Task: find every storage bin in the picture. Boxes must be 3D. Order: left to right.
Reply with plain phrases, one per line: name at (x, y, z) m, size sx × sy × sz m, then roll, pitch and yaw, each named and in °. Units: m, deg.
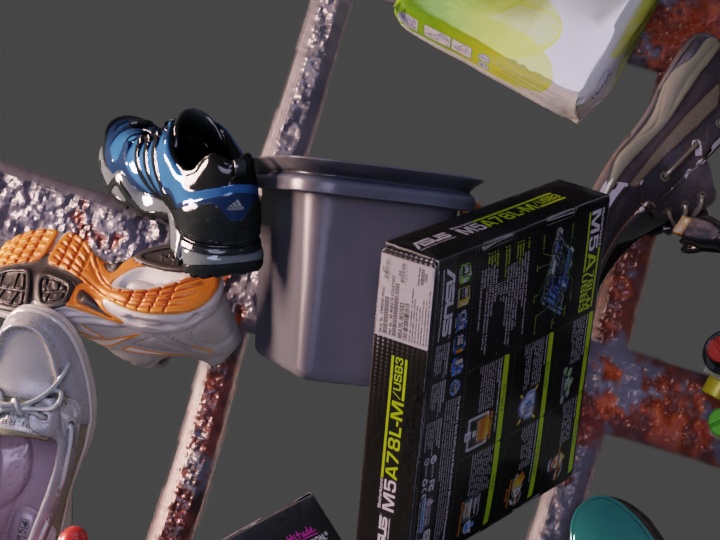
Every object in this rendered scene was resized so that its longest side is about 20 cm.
storage bin at (0.000, 0.000, 1.184) m, size 0.145 × 0.200 × 0.135 m, roll 6°, pitch 93°, yaw -14°

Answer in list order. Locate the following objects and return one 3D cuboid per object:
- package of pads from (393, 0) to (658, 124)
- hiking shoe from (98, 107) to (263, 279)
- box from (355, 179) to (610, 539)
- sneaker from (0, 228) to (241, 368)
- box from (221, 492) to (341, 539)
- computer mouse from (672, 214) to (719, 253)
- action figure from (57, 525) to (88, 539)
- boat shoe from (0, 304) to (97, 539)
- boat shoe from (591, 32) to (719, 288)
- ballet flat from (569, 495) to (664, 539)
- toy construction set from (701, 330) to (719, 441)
package of pads at (0.138, -0.218, 1.261) m, size 0.154 × 0.068 × 0.201 m, roll 30°, pitch 86°, yaw 11°
hiking shoe at (-0.113, -0.071, 1.216) m, size 0.074 × 0.200 × 0.087 m, roll -6°, pitch 118°, yaw -31°
box at (0.077, 0.060, 1.129) m, size 0.047 × 0.193 × 0.201 m, roll 17°, pitch 114°, yaw 31°
sneaker at (-0.172, 0.031, 1.254) m, size 0.199 × 0.092 × 0.076 m, roll 8°, pitch 52°, yaw 29°
box at (-0.055, 0.271, 1.147) m, size 0.148 × 0.124 × 0.200 m, roll -42°, pitch 76°, yaw 42°
computer mouse at (0.303, -0.040, 1.191) m, size 0.199 × 0.110 × 0.044 m, roll -21°, pitch 102°, yaw -22°
action figure at (-0.222, 0.257, 1.178) m, size 0.065 × 0.099 × 0.201 m, roll 25°, pitch 103°, yaw 12°
boat shoe at (-0.222, 0.124, 1.216) m, size 0.074 × 0.065 × 0.203 m, roll 13°, pitch 105°, yaw 11°
boat shoe at (0.203, -0.061, 1.226) m, size 0.073 × 0.074 × 0.200 m, roll 31°, pitch 87°, yaw 10°
ballet flat at (0.193, 0.230, 1.175) m, size 0.068 × 0.068 × 0.200 m, roll -37°, pitch 44°, yaw 9°
toy construction set at (0.296, 0.059, 1.188) m, size 0.131 × 0.092 × 0.200 m, roll 30°, pitch 77°, yaw 34°
